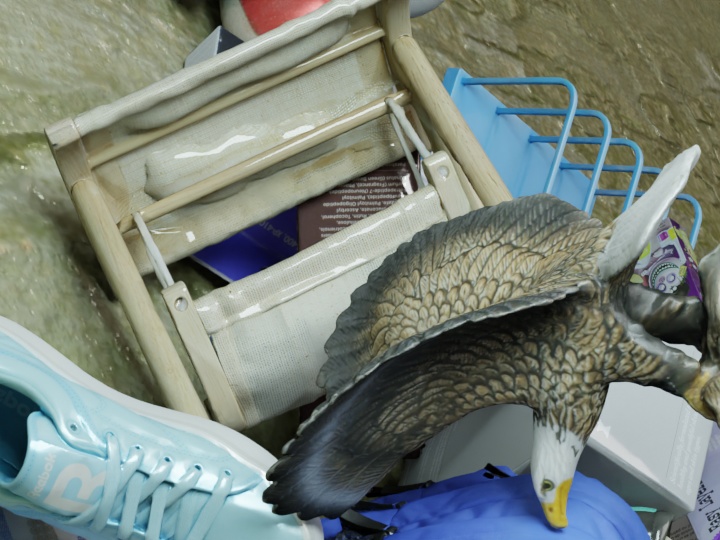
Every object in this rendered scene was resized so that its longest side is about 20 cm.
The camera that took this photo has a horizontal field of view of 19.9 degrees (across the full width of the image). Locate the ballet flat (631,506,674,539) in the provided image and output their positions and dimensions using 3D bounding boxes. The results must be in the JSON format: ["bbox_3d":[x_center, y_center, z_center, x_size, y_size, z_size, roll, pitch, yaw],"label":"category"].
[{"bbox_3d":[0.169,0.210,1.032,0.201,0.068,0.068,65,15,-10],"label":"ballet flat"}]

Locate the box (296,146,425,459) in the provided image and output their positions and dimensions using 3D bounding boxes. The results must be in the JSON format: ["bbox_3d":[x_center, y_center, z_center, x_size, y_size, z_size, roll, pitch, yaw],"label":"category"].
[{"bbox_3d":[0.000,0.000,1.145,0.100,0.074,0.202,89,-2,-76],"label":"box"}]

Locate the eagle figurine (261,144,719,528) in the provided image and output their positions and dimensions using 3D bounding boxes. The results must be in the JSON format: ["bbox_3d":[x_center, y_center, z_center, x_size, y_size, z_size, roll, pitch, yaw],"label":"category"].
[{"bbox_3d":[0.063,0.035,0.851,0.152,0.198,0.152,66,28,-65],"label":"eagle figurine"}]

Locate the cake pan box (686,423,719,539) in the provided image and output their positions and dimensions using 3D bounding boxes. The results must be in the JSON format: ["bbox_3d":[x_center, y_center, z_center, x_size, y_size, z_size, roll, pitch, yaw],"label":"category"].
[{"bbox_3d":[0.240,0.185,1.118,0.185,0.052,0.200,54,7,-14],"label":"cake pan box"}]

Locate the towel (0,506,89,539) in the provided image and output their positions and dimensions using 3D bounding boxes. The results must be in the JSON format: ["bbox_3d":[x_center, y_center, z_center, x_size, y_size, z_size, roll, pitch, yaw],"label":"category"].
[{"bbox_3d":[-0.110,0.146,0.920,0.200,0.024,0.148,7,54,-63],"label":"towel"}]

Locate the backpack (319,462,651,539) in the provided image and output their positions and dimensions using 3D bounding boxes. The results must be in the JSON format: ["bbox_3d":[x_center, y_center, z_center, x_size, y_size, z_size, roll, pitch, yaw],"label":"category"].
[{"bbox_3d":[0.046,0.168,0.926,0.163,0.198,0.168,62,29,-24],"label":"backpack"}]

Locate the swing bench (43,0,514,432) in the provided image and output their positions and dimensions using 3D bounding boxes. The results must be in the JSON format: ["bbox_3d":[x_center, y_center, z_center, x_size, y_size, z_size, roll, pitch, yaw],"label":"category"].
[{"bbox_3d":[-0.027,-0.013,1.031,0.130,0.198,0.201,91,-26,-72],"label":"swing bench"}]

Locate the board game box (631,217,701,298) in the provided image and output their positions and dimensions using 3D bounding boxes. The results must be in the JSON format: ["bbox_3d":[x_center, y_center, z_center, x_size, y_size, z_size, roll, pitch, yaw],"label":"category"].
[{"bbox_3d":[0.141,0.067,1.319,0.032,0.199,0.121,25,38,-51],"label":"board game box"}]

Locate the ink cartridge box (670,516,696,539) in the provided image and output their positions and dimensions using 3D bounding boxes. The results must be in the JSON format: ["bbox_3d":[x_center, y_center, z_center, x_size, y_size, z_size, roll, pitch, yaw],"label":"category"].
[{"bbox_3d":[0.189,0.262,1.236,0.084,0.144,0.201,43,26,-36],"label":"ink cartridge box"}]

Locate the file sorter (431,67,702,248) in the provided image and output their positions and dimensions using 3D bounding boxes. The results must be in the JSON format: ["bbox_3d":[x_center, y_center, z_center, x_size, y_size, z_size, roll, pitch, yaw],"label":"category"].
[{"bbox_3d":[0.142,-0.038,1.489,0.200,0.122,0.140,35,69,-45],"label":"file sorter"}]

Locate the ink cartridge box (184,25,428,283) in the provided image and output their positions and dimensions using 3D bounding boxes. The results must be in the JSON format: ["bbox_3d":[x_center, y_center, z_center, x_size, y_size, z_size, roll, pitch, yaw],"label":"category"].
[{"bbox_3d":[-0.027,-0.039,1.256,0.197,0.043,0.201,33,31,-20],"label":"ink cartridge box"}]

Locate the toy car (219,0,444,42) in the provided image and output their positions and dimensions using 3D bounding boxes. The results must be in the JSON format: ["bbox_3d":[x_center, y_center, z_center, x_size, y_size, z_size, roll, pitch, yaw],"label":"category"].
[{"bbox_3d":[0.006,-0.208,1.376,0.185,0.199,0.177,50,17,-18],"label":"toy car"}]

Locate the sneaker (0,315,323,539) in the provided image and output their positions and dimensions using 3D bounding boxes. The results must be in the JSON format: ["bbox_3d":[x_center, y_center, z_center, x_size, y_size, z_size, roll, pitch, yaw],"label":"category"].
[{"bbox_3d":[-0.112,0.088,0.855,0.199,0.074,0.082,25,16,6],"label":"sneaker"}]

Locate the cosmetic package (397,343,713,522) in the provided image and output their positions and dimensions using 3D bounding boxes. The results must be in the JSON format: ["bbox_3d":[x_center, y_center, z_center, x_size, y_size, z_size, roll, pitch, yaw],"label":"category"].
[{"bbox_3d":[0.100,0.107,1.119,0.090,0.200,0.107,36,50,-17],"label":"cosmetic package"}]
